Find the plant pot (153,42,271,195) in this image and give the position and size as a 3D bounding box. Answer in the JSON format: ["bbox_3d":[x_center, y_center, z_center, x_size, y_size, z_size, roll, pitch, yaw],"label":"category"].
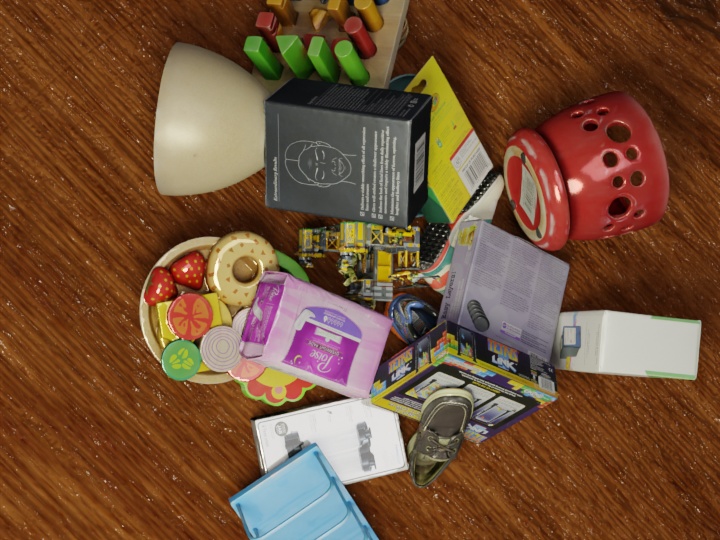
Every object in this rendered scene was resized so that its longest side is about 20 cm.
[{"bbox_3d":[-0.185,-0.193,1.635,0.133,0.200,0.202,7,84,2],"label":"plant pot"}]

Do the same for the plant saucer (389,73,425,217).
[{"bbox_3d":[0.062,-0.175,1.747,0.199,0.036,0.202,-5,97,-45],"label":"plant saucer"}]

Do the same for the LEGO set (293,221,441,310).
[{"bbox_3d":[0.000,0.000,1.688,0.153,0.199,0.117,3,86,-35],"label":"LEGO set"}]

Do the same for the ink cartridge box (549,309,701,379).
[{"bbox_3d":[0.366,0.104,1.744,0.144,0.200,0.088,6,88,-12],"label":"ink cartridge box"}]

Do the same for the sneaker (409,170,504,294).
[{"bbox_3d":[0.152,-0.051,1.787,0.200,0.070,0.094,-54,128,-22],"label":"sneaker"}]

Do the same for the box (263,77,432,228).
[{"bbox_3d":[-0.016,-0.154,1.608,0.199,0.107,0.149,10,118,15],"label":"box"}]

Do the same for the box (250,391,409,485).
[{"bbox_3d":[-0.043,0.240,1.716,0.199,0.060,0.118,-13,88,-12],"label":"box"}]

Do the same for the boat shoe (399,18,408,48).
[{"bbox_3d":[-0.021,-0.323,1.758,0.199,0.074,0.076,-27,91,-13],"label":"boat shoe"}]

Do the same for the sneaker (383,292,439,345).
[{"bbox_3d":[0.117,0.110,1.751,0.200,0.078,0.075,39,80,-7],"label":"sneaker"}]

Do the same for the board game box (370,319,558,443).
[{"bbox_3d":[0.140,0.155,1.680,0.199,0.165,0.057,24,49,-30],"label":"board game box"}]

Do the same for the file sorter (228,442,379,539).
[{"bbox_3d":[-0.056,0.363,1.634,0.138,0.123,0.201,-32,114,-4],"label":"file sorter"}]

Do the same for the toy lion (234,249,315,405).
[{"bbox_3d":[-0.127,0.078,1.716,0.191,0.069,0.201,24,81,-16],"label":"toy lion"}]

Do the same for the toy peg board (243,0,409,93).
[{"bbox_3d":[-0.052,-0.337,1.680,0.199,0.098,0.200,8,72,20],"label":"toy peg board"}]

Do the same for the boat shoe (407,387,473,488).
[{"bbox_3d":[0.109,0.230,1.679,0.073,0.201,0.065,6,53,-6],"label":"boat shoe"}]

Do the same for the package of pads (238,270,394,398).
[{"bbox_3d":[-0.057,0.088,1.644,0.199,0.075,0.121,24,79,-36],"label":"package of pads"}]

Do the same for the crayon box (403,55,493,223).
[{"bbox_3d":[0.098,-0.181,1.722,0.127,0.051,0.201,-52,127,-29],"label":"crayon box"}]

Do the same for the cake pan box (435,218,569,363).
[{"bbox_3d":[0.204,0.047,1.745,0.199,0.052,0.185,23,75,-35],"label":"cake pan box"}]

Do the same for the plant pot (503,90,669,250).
[{"bbox_3d":[0.309,-0.136,1.751,0.181,0.200,0.202,-16,89,-11],"label":"plant pot"}]

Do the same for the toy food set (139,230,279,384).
[{"bbox_3d":[-0.191,0.054,1.631,0.199,0.049,0.200,-11,94,-23],"label":"toy food set"}]
